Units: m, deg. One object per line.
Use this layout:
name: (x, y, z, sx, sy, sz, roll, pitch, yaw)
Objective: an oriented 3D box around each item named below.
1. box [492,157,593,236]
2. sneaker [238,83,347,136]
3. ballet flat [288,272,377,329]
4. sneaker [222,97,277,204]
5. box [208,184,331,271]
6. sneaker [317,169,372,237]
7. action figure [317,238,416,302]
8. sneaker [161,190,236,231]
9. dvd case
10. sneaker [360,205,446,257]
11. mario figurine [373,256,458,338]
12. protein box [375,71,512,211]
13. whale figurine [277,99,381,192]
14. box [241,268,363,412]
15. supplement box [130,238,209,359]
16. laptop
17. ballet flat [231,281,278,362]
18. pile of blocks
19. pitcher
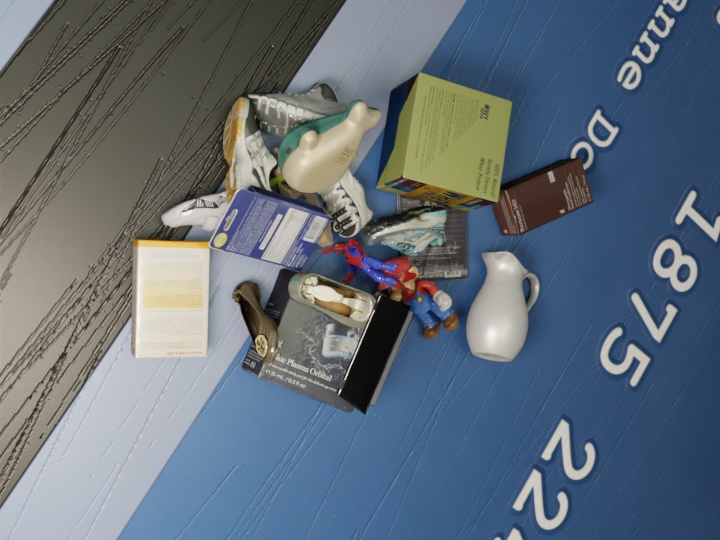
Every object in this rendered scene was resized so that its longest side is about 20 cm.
box: (0.371, -0.152, 1.770, 0.198, 0.075, 0.101, -24, 102, -18)
sneaker: (-0.117, -0.302, 1.572, 0.198, 0.075, 0.116, 16, 51, -1)
ballet flat: (-0.030, 0.056, 1.497, 0.198, 0.064, 0.068, 20, 80, -23)
sneaker: (-0.188, -0.201, 1.503, 0.087, 0.075, 0.202, 5, 74, -28)
box: (-0.157, -0.074, 1.480, 0.199, 0.032, 0.122, 15, 116, -41)
sneaker: (-0.042, -0.164, 1.609, 0.081, 0.075, 0.202, -30, 98, -45)
action figure: (0.000, 0.000, 1.563, 0.098, 0.199, 0.066, -23, 128, -33)
sneaker: (-0.243, -0.079, 1.519, 0.198, 0.075, 0.116, -17, 96, -24)
dvd case: (0.142, -0.080, 1.710, 0.147, 0.016, 0.203, -3, 95, -21)
sneaker: (0.089, -0.063, 1.626, 0.198, 0.077, 0.087, -15, 107, -34)
mario figurine: (0.095, 0.062, 1.645, 0.123, 0.106, 0.200, -45, 115, 4)
protein box: (0.157, -0.237, 1.632, 0.198, 0.135, 0.201, 12, 82, -20)
whale figurine: (-0.059, -0.227, 1.485, 0.200, 0.104, 0.159, -43, 154, 21)
box: (-0.082, 0.127, 1.575, 0.195, 0.117, 0.202, 24, 83, -21)
supplement box: (-0.329, 0.048, 1.491, 0.125, 0.073, 0.203, 2, 92, -23)
laptop: (0.050, 0.152, 1.486, 0.200, 0.115, 0.189, 28, 85, -55)
ballet flat: (-0.185, 0.085, 1.497, 0.046, 0.201, 0.068, 10, 123, -30)
pile of blocks: (-0.123, -0.123, 1.569, 0.201, 0.062, 0.082, 63, 30, -10)
pitcher: (0.296, 0.082, 1.737, 0.171, 0.121, 0.202, 22, 73, -37)
